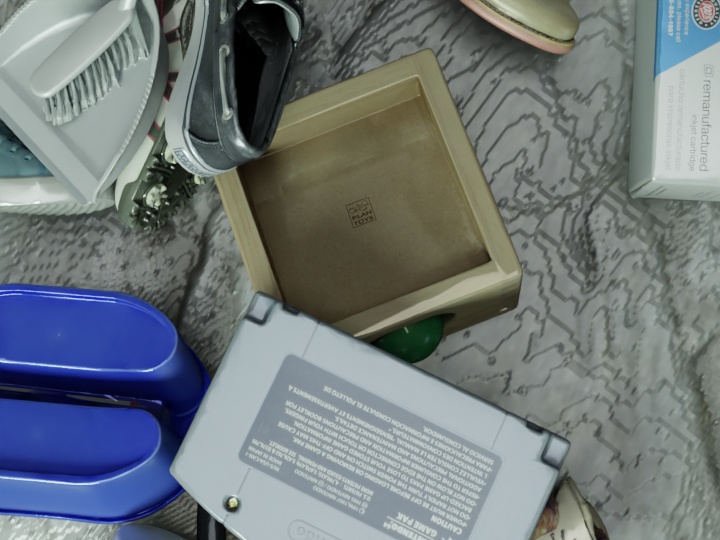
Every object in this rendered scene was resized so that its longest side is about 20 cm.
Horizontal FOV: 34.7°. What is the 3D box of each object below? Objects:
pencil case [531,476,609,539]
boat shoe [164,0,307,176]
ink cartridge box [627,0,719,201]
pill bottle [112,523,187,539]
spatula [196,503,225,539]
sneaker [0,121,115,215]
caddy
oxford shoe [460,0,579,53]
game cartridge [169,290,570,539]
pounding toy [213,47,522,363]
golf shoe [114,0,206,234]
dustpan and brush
[{"bbox_3d":[0.074,0.217,0.756,0.199,0.090,0.078,-31,51,4],"label":"pencil case"},{"bbox_3d":[-0.063,-0.154,0.690,0.067,0.072,0.201,-10,60,42],"label":"boat shoe"},{"bbox_3d":[0.286,-0.119,0.760,0.198,0.084,0.146,3,87,3],"label":"ink cartridge box"},{"bbox_3d":[-0.164,0.272,0.744,0.111,0.111,0.201,27,93,3],"label":"pill bottle"},{"bbox_3d":[-0.101,0.249,0.793,0.056,0.021,0.202,-2,87,7],"label":"spatula"},{"bbox_3d":[-0.261,-0.083,0.784,0.198,0.074,0.083,5,91,7],"label":"sneaker"},{"bbox_3d":[-0.196,0.090,0.766,0.198,0.105,0.142,5,64,3],"label":"caddy"},{"bbox_3d":[0.080,-0.229,0.770,0.200,0.071,0.074,45,121,3],"label":"oxford shoe"},{"bbox_3d":[0.002,0.113,0.650,0.199,0.042,0.134,26,87,4],"label":"game cartridge"},{"bbox_3d":[0.000,0.000,0.758,0.183,0.142,0.201,-21,76,1],"label":"pounding toy"},{"bbox_3d":[-0.135,-0.125,0.793,0.088,0.077,0.201,16,81,16],"label":"golf shoe"},{"bbox_3d":[-0.154,-0.159,0.736,0.200,0.057,0.140,-46,67,-3],"label":"dustpan and brush"}]
